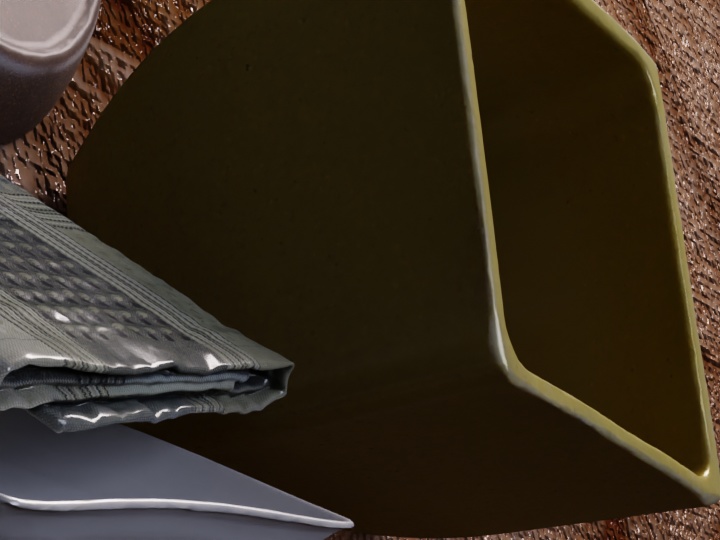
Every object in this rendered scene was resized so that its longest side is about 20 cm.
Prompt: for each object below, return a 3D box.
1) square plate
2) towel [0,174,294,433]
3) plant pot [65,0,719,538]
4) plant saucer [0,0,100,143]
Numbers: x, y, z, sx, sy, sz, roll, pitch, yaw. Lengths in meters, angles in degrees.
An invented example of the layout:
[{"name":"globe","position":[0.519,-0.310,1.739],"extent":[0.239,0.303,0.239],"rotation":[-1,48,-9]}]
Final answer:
[{"name":"square plate","position":[-0.130,0.051,0.868],"extent":[0.198,0.199,0.029],"rotation":[14,94,-62]},{"name":"towel","position":[-0.137,-0.004,0.908],"extent":[0.035,0.199,0.192],"rotation":[-63,157,9]},{"name":"plant pot","position":[0.000,0.000,1.128],"extent":[0.195,0.199,0.195],"rotation":[30,48,-55]},{"name":"plant saucer","position":[-0.152,-0.148,1.104],"extent":[0.200,0.034,0.201],"rotation":[43,38,-46]}]
